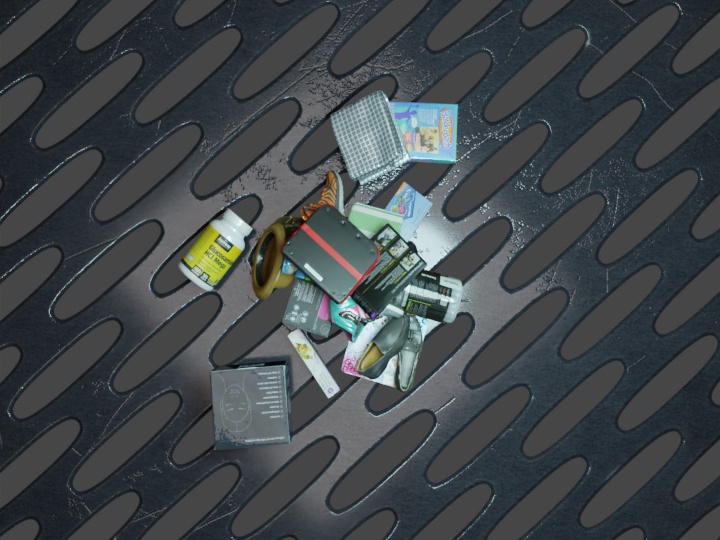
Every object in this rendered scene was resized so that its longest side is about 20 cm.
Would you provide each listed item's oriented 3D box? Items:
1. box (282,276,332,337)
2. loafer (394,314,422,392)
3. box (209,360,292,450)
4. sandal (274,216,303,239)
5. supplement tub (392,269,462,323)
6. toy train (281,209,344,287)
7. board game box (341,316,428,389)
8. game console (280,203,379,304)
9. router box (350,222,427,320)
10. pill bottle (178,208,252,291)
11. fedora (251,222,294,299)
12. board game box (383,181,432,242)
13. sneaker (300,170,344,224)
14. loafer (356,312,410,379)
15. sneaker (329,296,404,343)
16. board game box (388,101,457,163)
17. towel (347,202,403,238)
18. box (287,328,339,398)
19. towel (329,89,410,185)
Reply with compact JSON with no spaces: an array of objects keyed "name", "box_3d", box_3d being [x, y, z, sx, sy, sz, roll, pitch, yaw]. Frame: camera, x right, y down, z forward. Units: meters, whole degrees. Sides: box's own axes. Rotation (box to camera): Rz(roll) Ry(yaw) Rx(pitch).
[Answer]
[{"name":"box","box_3d":[-0.115,0.059,1.723,0.129,0.115,0.204,18,86,0]},{"name":"loafer","box_3d":[0.129,0.221,1.729,0.070,0.063,0.205,6,89,0]},{"name":"box","box_3d":[-0.281,0.347,1.708,0.195,0.124,0.202,-4,88,-3]},{"name":"sandal","box_3d":[-0.137,-0.102,1.760,0.195,0.054,0.082,10,82,13]},{"name":"supplement tub","box_3d":[0.160,0.059,1.729,0.195,0.123,0.125,15,89,-2]},{"name":"toy train","box_3d":[-0.120,-0.070,1.622,0.113,0.085,0.205,16,83,-11]},{"name":"board game box","box_3d":[0.067,0.202,1.772,0.196,0.026,0.205,16,89,-2]},{"name":"game console","box_3d":[-0.067,-0.044,1.571,0.199,0.031,0.177,41,74,3]},{"name":"router box","box_3d":[0.050,0.000,1.628,0.149,0.051,0.199,45,64,7]},{"name":"pill bottle","box_3d":[-0.375,-0.057,1.716,0.112,0.112,0.201,38,88,-1]},{"name":"fedora","box_3d":[-0.217,-0.020,1.710,0.080,0.199,0.205,13,89,-31]},{"name":"board game box","box_3d":[0.102,-0.129,1.760,0.102,0.019,0.202,36,76,-2]},{"name":"sneaker","box_3d":[-0.102,-0.178,1.711,0.109,0.078,0.204,0,57,-10]},{"name":"loafer","box_3d":[0.060,0.194,1.698,0.072,0.072,0.203,35,99,33]},{"name":"sneaker","box_3d":[0.008,0.125,1.647,0.196,0.084,0.124,14,85,-12]},{"name":"board game box","box_3d":[0.162,-0.372,1.773,0.195,0.045,0.156,3,89,-1]},{"name":"towel","box_3d":[0.028,-0.072,1.697,0.149,0.023,0.204,15,66,-6]},{"name":"box","box_3d":[-0.126,0.245,1.757,0.038,0.041,0.202,-33,91,-1]},{"name":"towel","box_3d":[0.021,-0.348,1.720,0.163,0.085,0.204,-22,82,17]}]
